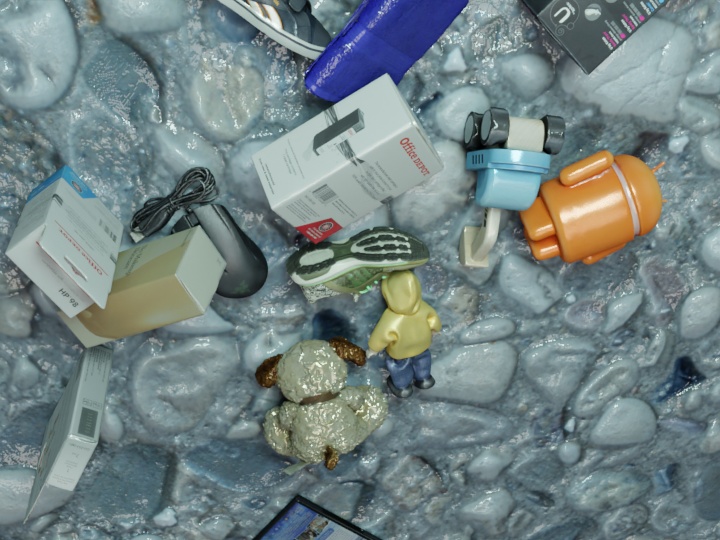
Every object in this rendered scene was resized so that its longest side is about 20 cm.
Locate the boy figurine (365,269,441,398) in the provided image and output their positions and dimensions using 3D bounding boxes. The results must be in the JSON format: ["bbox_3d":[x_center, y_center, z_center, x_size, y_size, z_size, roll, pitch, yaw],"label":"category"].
[{"bbox_3d":[0.060,0.089,1.327,0.123,0.064,0.202,-21,122,-18],"label":"boy figurine"}]

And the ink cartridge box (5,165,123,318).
[{"bbox_3d":[-0.361,-0.028,1.124,0.066,0.201,0.116,-31,120,12],"label":"ink cartridge box"}]

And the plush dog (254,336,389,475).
[{"bbox_3d":[-0.065,0.185,1.342,0.197,0.161,0.174,-15,99,2],"label":"plush dog"}]

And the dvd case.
[{"bbox_3d":[-0.073,0.472,1.576,0.199,0.018,0.143,34,111,-23],"label":"dvd case"}]

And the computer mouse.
[{"bbox_3d":[-0.202,-0.028,1.233,0.138,0.053,0.200,-34,120,12],"label":"computer mouse"}]

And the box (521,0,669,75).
[{"bbox_3d":[0.291,-0.349,1.061,0.106,0.123,0.200,38,109,-27],"label":"box"}]

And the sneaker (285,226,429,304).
[{"bbox_3d":[0.000,0.000,1.275,0.197,0.077,0.089,-9,133,6],"label":"sneaker"}]

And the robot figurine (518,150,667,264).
[{"bbox_3d":[0.316,-0.082,1.233,0.198,0.117,0.146,-20,95,6],"label":"robot figurine"}]

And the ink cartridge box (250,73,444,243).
[{"bbox_3d":[-0.012,-0.134,1.138,0.198,0.085,0.144,-28,157,11],"label":"ink cartridge box"}]

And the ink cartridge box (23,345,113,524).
[{"bbox_3d":[-0.403,0.227,1.274,0.043,0.201,0.175,21,117,-20],"label":"ink cartridge box"}]

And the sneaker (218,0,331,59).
[{"bbox_3d":[-0.104,-0.322,1.051,0.199,0.079,0.080,29,116,-23],"label":"sneaker"}]

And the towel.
[{"bbox_3d":[0.029,-0.278,1.085,0.200,0.050,0.147,-45,158,19],"label":"towel"}]

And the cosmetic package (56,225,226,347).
[{"bbox_3d":[-0.283,0.022,1.190,0.198,0.106,0.071,-17,125,23],"label":"cosmetic package"}]

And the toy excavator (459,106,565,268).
[{"bbox_3d":[0.178,-0.101,1.201,0.098,0.194,0.203,6,93,-11],"label":"toy excavator"}]
